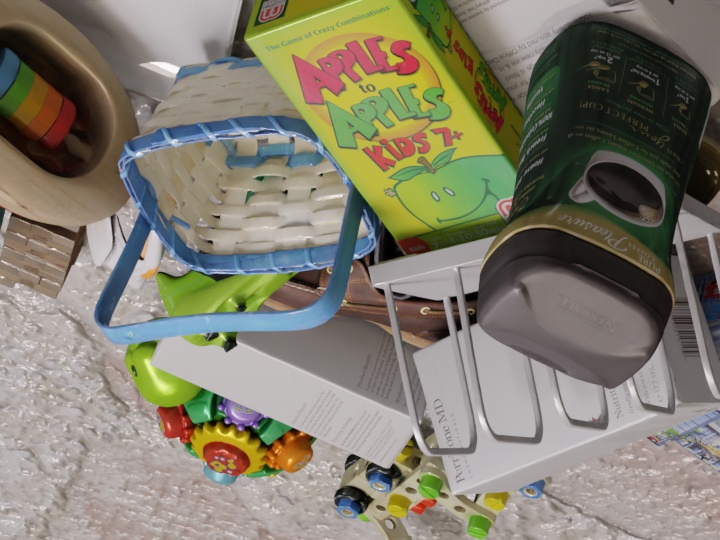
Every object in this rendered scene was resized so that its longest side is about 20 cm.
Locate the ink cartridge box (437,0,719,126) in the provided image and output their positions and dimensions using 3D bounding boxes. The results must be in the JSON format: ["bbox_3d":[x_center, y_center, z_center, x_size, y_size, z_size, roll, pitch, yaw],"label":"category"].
[{"bbox_3d":[0.109,-0.168,1.238,0.145,0.085,0.200,-21,128,40],"label":"ink cartridge box"}]

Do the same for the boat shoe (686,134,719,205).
[{"bbox_3d":[0.159,-0.050,1.395,0.073,0.063,0.200,41,131,-20],"label":"boat shoe"}]

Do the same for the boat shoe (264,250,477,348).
[{"bbox_3d":[0.000,0.000,1.503,0.199,0.071,0.070,14,150,-8],"label":"boat shoe"}]

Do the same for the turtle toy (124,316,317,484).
[{"bbox_3d":[-0.107,0.099,1.640,0.145,0.102,0.200,-15,131,35],"label":"turtle toy"}]

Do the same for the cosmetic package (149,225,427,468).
[{"bbox_3d":[-0.043,0.051,1.551,0.199,0.108,0.085,24,144,-5],"label":"cosmetic package"}]

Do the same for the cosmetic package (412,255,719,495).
[{"bbox_3d":[0.143,0.074,1.439,0.199,0.114,0.081,-28,162,34],"label":"cosmetic package"}]

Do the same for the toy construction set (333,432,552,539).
[{"bbox_3d":[0.054,0.191,1.704,0.131,0.092,0.200,28,130,-13],"label":"toy construction set"}]

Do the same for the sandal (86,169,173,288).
[{"bbox_3d":[-0.169,-0.031,1.487,0.059,0.080,0.207,15,163,-9],"label":"sandal"}]

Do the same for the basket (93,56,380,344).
[{"bbox_3d":[-0.069,-0.041,1.330,0.175,0.201,0.139,-3,136,28],"label":"basket"}]

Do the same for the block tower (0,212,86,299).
[{"bbox_3d":[-0.224,-0.056,1.538,0.057,0.054,0.200,23,143,-5],"label":"block tower"}]

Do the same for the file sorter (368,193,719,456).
[{"bbox_3d":[0.129,0.039,1.302,0.199,0.125,0.139,-13,171,18],"label":"file sorter"}]

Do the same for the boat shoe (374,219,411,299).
[{"bbox_3d":[0.047,-0.038,1.382,0.072,0.063,0.200,34,157,8],"label":"boat shoe"}]

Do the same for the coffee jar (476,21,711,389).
[{"bbox_3d":[0.130,-0.036,1.157,0.104,0.201,0.085,26,142,-11],"label":"coffee jar"}]

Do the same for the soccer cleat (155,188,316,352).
[{"bbox_3d":[-0.057,-0.029,1.447,0.200,0.081,0.068,-39,152,2],"label":"soccer cleat"}]

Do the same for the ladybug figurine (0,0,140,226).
[{"bbox_3d":[-0.232,-0.108,1.371,0.072,0.136,0.200,-12,133,46],"label":"ladybug figurine"}]

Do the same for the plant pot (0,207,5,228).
[{"bbox_3d":[-0.332,-0.073,1.454,0.199,0.189,0.201,11,141,9],"label":"plant pot"}]

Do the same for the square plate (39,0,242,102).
[{"bbox_3d":[-0.170,-0.200,1.361,0.199,0.029,0.199,19,143,0],"label":"square plate"}]

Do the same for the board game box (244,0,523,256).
[{"bbox_3d":[0.028,-0.097,1.244,0.101,0.048,0.200,-15,132,29],"label":"board game box"}]

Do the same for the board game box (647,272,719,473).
[{"bbox_3d":[0.281,0.069,1.475,0.199,0.062,0.200,35,140,-20],"label":"board game box"}]
